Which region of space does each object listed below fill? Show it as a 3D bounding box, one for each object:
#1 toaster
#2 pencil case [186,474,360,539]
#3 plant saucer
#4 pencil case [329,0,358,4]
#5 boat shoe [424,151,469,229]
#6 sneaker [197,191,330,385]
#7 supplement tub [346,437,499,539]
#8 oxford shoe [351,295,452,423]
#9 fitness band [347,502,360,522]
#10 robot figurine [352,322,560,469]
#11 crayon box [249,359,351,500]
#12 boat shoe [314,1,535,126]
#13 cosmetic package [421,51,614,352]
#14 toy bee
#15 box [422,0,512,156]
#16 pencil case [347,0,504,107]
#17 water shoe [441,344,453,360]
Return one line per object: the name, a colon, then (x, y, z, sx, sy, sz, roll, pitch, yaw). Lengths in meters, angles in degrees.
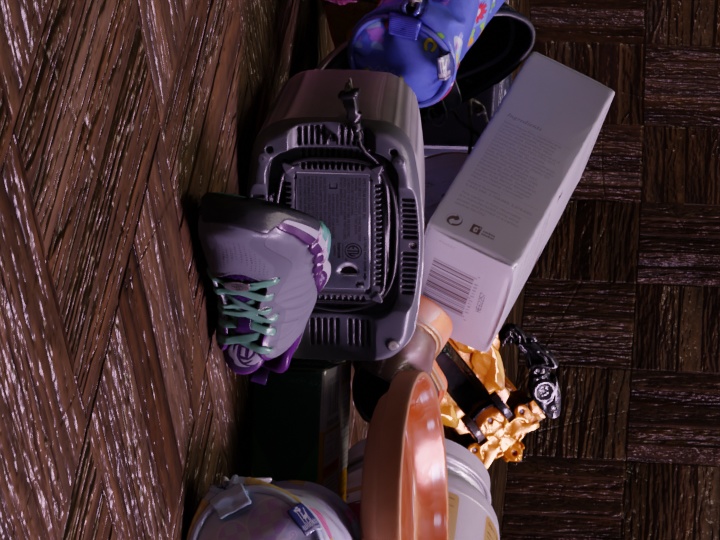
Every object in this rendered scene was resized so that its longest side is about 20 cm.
toaster: (-0.013, -0.048, 1.554, 0.129, 0.113, 0.200, -81, 170, -65)
pencil case: (-0.050, 0.169, 1.456, 0.091, 0.083, 0.200, 49, 2, 10)
plant saucer: (0.029, 0.166, 1.567, 0.200, 0.032, 0.201, -2, 90, -79)
pencil case: (-0.010, -0.248, 1.601, 0.200, 0.090, 0.094, 77, 12, -71)
boat shoe: (0.029, -0.037, 1.731, 0.200, 0.071, 0.069, -15, 74, -48)
sneaker: (-0.057, 0.015, 1.403, 0.200, 0.074, 0.088, 54, 48, -74)
supplement tub: (0.031, 0.239, 1.845, 0.145, 0.144, 0.200, 84, 12, -48)
oxford shoe: (0.017, 0.082, 1.689, 0.073, 0.071, 0.200, -62, 168, -23)
fitness band: (0.017, 0.250, 1.646, 0.144, 0.037, 0.200, -75, 152, -46)
robot figurine: (0.069, 0.075, 1.905, 0.200, 0.145, 0.058, 53, -2, -22)
crayon box: (-0.042, 0.161, 1.625, 0.126, 0.051, 0.201, -12, 104, -82)
boat shoe: (0.040, -0.139, 1.698, 0.062, 0.200, 0.075, 20, -48, 57)
cosmetic package: (0.105, -0.050, 1.691, 0.200, 0.074, 0.102, -57, 169, -39)
toy bee: (0.005, -0.162, 1.769, 0.200, 0.109, 0.131, 69, 17, 2)
box: (0.071, -0.154, 2.136, 0.200, 0.117, 0.197, 78, 17, -67)
pencil case: (0.061, -0.195, 1.644, 0.087, 0.078, 0.200, 102, 16, -46)
water shoe: (0.011, 0.028, 1.962, 0.071, 0.079, 0.200, -26, 103, -39)
